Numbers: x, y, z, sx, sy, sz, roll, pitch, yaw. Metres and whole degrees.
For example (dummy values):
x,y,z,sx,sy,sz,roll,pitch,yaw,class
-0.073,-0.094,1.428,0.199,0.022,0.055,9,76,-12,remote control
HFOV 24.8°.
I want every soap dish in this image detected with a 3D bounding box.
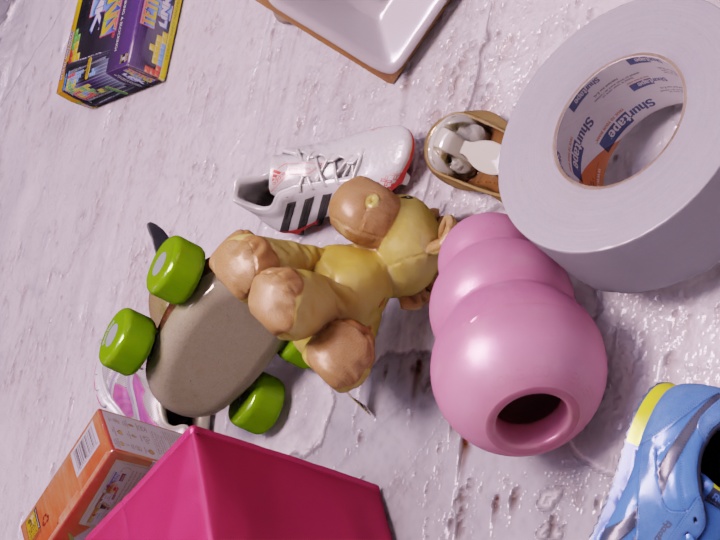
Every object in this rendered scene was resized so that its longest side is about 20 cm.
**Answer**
x,y,z,sx,sy,sz,roll,pitch,yaw,class
0.017,-0.288,1.431,0.201,0.157,0.081,-54,20,19,soap dish

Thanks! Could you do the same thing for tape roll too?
x,y,z,sx,sy,sz,roll,pitch,yaw,class
0.193,-0.087,1.125,0.199,0.066,0.202,-26,48,32,tape roll

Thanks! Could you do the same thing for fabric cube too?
x,y,z,sx,sy,sz,roll,pitch,yaw,class
-0.091,0.274,1.238,0.200,0.195,0.200,-47,41,28,fabric cube

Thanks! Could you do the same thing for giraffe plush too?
x,y,z,sx,sy,sz,roll,pitch,yaw,class
0.000,0.000,1.302,0.162,0.200,0.172,-47,42,-1,giraffe plush

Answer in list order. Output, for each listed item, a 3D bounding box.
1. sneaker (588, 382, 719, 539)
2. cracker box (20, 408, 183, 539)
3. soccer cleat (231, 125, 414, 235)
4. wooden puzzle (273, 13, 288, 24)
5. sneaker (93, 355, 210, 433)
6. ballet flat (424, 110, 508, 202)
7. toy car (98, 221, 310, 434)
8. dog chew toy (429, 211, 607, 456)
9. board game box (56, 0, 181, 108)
x,y,z,sx,sy,sz,roll,pitch,yaw,class
0.194,0.169,1.027,0.078,0.066,0.202,13,83,51,sneaker
-0.162,0.205,1.363,0.134,0.199,0.058,-54,36,19,cracker box
-0.033,-0.083,1.441,0.199,0.085,0.069,-21,56,47,soccer cleat
-0.041,-0.341,1.574,0.185,0.037,0.202,-157,87,-77,wooden puzzle
-0.186,0.125,1.551,0.088,0.081,0.201,-50,47,22,sneaker
0.095,-0.095,1.295,0.200,0.063,0.069,26,93,55,ballet flat
-0.135,0.022,1.477,0.158,0.163,0.200,-53,26,20,toy car
0.104,0.036,1.176,0.125,0.124,0.201,-47,32,28,dog chew toy
-0.272,-0.302,1.898,0.165,0.056,0.202,-12,63,51,board game box
